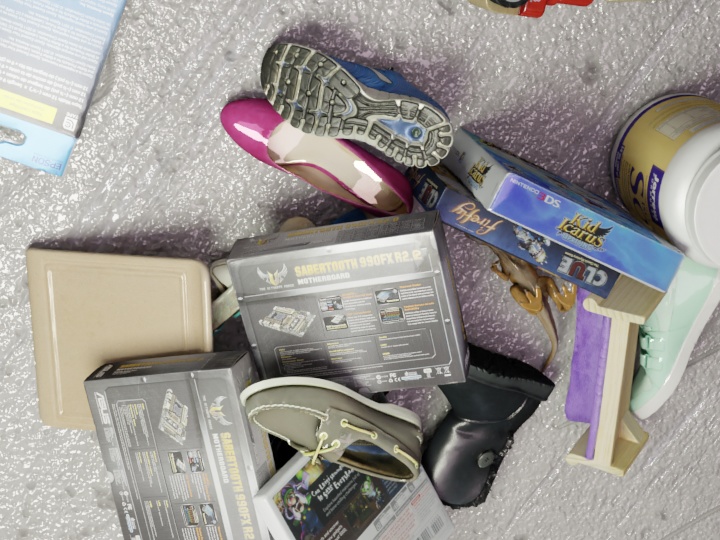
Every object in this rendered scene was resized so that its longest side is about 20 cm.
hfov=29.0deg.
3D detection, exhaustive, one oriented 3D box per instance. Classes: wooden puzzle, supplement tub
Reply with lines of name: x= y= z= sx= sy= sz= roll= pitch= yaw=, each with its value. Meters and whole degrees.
wooden puzzle: x=-0.230 y=0.071 z=1.354 sx=0.199 sy=0.037 sz=0.186 roll=5 pitch=109 yaw=17
supplement tub: x=0.343 y=-0.086 z=1.360 sx=0.145 sy=0.200 sz=0.146 roll=-3 pitch=109 yaw=-10

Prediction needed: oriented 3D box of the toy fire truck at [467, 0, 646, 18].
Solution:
toy fire truck: x=0.209 y=-0.321 z=1.308 sx=0.199 sy=0.129 sz=0.177 roll=3 pitch=107 yaw=-24

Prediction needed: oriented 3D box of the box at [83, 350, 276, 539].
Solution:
box: x=-0.163 y=0.182 z=1.321 sx=0.158 sy=0.048 sz=0.201 roll=-7 pitch=105 yaw=19

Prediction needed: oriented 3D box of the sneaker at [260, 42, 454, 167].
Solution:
sneaker: x=-0.003 y=-0.161 z=1.337 sx=0.199 sy=0.089 sz=0.079 roll=25 pitch=109 yaw=2

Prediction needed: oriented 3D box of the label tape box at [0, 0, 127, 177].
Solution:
label tape box: x=-0.305 y=-0.205 z=1.268 sx=0.143 sy=0.066 sz=0.201 roll=18 pitch=106 yaw=-16

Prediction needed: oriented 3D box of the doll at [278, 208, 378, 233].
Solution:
doll: x=0.000 y=0.000 z=1.382 sx=0.199 sy=0.048 sz=0.137 roll=28 pitch=70 yaw=-29

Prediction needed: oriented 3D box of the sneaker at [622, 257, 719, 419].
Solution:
sneaker: x=0.297 y=0.055 z=1.474 sx=0.118 sy=0.074 sz=0.201 roll=20 pitch=112 yaw=-1

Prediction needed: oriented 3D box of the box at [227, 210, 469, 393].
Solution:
box: x=-0.010 y=0.037 z=1.302 sx=0.199 sy=0.048 sz=0.159 roll=-9 pitch=114 yaw=13

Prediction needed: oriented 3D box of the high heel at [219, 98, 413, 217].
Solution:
high heel: x=-0.041 y=-0.105 z=1.334 sx=0.199 sy=0.096 sz=0.068 roll=29 pitch=101 yaw=-19

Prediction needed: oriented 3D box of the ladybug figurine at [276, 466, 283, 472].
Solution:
ladybug figurine: x=-0.033 y=0.249 z=1.414 sx=0.199 sy=0.072 sz=0.136 roll=14 pitch=127 yaw=-48

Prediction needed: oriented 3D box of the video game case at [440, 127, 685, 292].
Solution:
video game case: x=0.192 y=-0.062 z=1.349 sx=0.199 sy=0.181 sz=0.046 roll=24 pitch=101 yaw=-18

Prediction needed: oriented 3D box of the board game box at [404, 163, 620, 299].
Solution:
board game box: x=0.146 y=-0.045 z=1.370 sx=0.199 sy=0.136 sz=0.035 roll=24 pitch=102 yaw=-17

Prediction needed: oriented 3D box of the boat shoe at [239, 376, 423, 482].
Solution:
boat shoe: x=-0.022 y=0.149 z=1.290 sx=0.201 sy=0.061 sz=0.072 roll=19 pitch=140 yaw=-35

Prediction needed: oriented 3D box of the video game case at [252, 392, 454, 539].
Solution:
video game case: x=-0.001 y=0.237 z=1.353 sx=0.200 sy=0.023 sz=0.182 roll=-41 pitch=109 yaw=-44

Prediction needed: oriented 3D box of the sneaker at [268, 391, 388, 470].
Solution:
sneaker: x=-0.020 y=0.142 z=1.430 sx=0.200 sy=0.078 sz=0.070 roll=-44 pitch=110 yaw=6

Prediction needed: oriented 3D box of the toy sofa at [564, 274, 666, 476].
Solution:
toy sofa: x=0.249 y=0.102 z=1.431 sx=0.097 sy=0.083 sz=0.201 roll=16 pitch=121 yaw=24

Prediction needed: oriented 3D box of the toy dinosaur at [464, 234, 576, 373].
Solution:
toy dinosaur: x=0.180 y=0.026 z=1.425 sx=0.060 sy=0.106 sz=0.200 roll=-34 pitch=108 yaw=-6

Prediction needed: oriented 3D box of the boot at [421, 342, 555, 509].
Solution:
boot: x=0.101 y=0.164 z=1.434 sx=0.200 sy=0.076 sz=0.169 roll=20 pitch=104 yaw=-49

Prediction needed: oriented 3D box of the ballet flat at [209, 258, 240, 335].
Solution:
ballet flat: x=-0.145 y=0.027 z=1.376 sx=0.200 sy=0.067 sz=0.062 roll=-40 pitch=103 yaw=3
